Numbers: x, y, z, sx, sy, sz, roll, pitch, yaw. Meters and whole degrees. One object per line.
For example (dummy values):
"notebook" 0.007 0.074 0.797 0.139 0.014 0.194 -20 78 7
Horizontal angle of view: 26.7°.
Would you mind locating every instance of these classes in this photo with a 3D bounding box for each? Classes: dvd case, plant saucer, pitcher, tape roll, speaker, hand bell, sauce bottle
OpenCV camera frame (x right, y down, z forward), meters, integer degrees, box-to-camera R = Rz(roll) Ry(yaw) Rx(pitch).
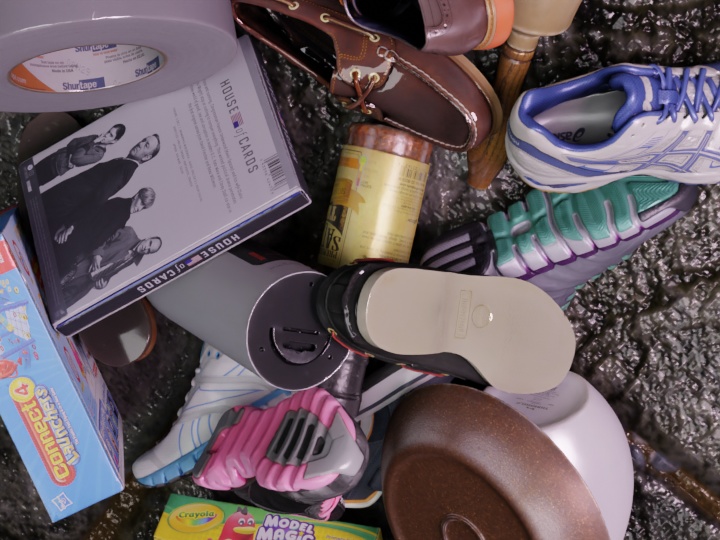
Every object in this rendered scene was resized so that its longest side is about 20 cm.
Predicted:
"dvd case" -0.141 -0.061 1.061 0.199 0.025 0.151 -27 55 11
"plant saucer" 0.079 0.172 1.011 0.200 0.037 0.202 27 133 34
"pitcher" 0.116 0.171 1.093 0.171 0.121 0.201 7 123 32
"tape roll" -0.183 -0.162 0.993 0.199 0.200 0.067 -13 81 22
"speaker" -0.082 0.019 1.051 0.081 0.200 0.082 -7 106 -27
"hand bell" 0.104 -0.140 1.007 0.103 0.104 0.201 21 127 10
"sauce bottle" 0.000 0.000 1.054 0.066 0.066 0.202 13 89 14

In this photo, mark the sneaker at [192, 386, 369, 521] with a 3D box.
"sneaker" -0.036 0.137 1.043 0.095 0.079 0.200 40 159 -19

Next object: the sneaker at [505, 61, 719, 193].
"sneaker" 0.190 -0.096 0.956 0.198 0.088 0.076 -13 73 6

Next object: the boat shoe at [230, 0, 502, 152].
"boat shoe" 0.000 -0.137 1.014 0.199 0.070 0.071 35 140 19

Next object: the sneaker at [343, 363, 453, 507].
"sneaker" 0.015 0.118 1.121 0.200 0.078 0.080 -36 91 37

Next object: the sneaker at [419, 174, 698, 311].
"sneaker" 0.143 -0.013 1.049 0.199 0.075 0.088 -21 133 18

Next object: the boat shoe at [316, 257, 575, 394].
"boat shoe" 0.061 0.034 0.999 0.063 0.200 0.074 10 86 52

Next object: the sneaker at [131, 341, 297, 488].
"sneaker" -0.105 0.094 1.164 0.199 0.075 0.087 -34 86 20

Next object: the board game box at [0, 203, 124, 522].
"board game box" -0.239 0.060 1.115 0.056 0.200 0.197 -25 101 -5

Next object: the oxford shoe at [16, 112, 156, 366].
"oxford shoe" -0.207 -0.023 1.153 0.071 0.071 0.201 -19 86 5

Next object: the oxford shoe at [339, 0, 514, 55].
"oxford shoe" 0.009 -0.199 0.970 0.200 0.072 0.072 40 139 39

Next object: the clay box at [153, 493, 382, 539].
"clay box" -0.051 0.236 1.177 0.198 0.048 0.115 6 140 15
